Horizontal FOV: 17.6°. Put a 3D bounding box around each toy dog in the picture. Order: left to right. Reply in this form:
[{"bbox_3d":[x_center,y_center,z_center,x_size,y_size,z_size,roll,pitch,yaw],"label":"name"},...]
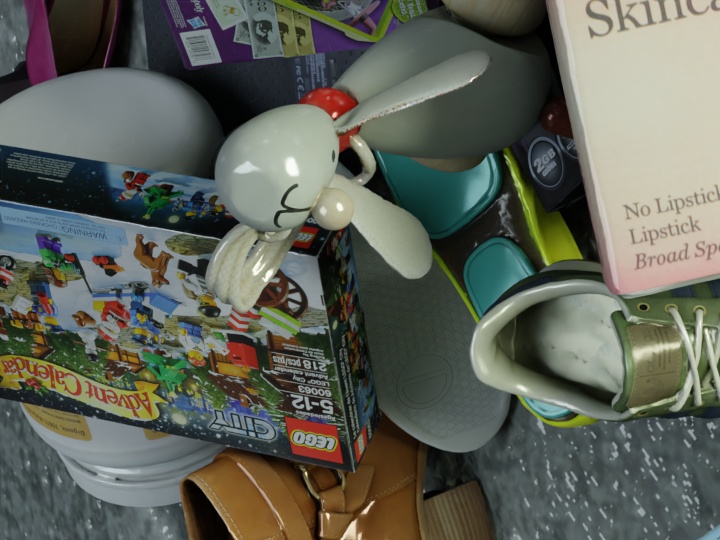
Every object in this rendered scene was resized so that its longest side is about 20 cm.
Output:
[{"bbox_3d":[0.031,-0.053,0.939,0.096,0.200,0.132,32,148,17],"label":"toy dog"}]

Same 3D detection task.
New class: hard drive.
[{"bbox_3d":[-0.041,-0.118,1.189,0.199,0.042,0.136,11,110,50],"label":"hard drive"}]

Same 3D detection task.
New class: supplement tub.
[{"bbox_3d":[-0.123,0.011,1.221,0.144,0.144,0.201,33,147,42],"label":"supplement tub"}]

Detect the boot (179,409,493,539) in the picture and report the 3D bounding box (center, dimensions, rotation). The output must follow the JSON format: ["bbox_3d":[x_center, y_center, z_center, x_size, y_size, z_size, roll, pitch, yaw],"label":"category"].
[{"bbox_3d":[-0.028,0.082,1.145,0.074,0.154,0.201,-40,70,51],"label":"boot"}]

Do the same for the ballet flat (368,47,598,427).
[{"bbox_3d":[0.064,-0.021,1.063,0.067,0.067,0.201,-34,78,32],"label":"ballet flat"}]

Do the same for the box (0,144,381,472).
[{"bbox_3d":[-0.095,0.016,1.073,0.198,0.038,0.137,10,135,20],"label":"box"}]

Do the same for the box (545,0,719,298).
[{"bbox_3d":[0.133,-0.103,0.871,0.109,0.127,0.202,-45,-57,-83],"label":"box"}]

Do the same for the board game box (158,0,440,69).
[{"bbox_3d":[-0.044,-0.169,0.976,0.119,0.032,0.201,-2,139,15],"label":"board game box"}]

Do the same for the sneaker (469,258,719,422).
[{"bbox_3d":[0.134,0.036,0.931,0.199,0.090,0.068,6,104,32],"label":"sneaker"}]

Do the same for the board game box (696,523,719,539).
[{"bbox_3d":[0.189,0.140,0.928,0.200,0.102,0.105,-45,66,49],"label":"board game box"}]

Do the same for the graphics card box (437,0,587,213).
[{"bbox_3d":[0.084,-0.142,1.013,0.125,0.051,0.201,-43,68,49],"label":"graphics card box"}]

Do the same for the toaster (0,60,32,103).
[{"bbox_3d":[-0.228,-0.038,1.402,0.200,0.113,0.130,-32,80,53],"label":"toaster"}]

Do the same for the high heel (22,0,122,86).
[{"bbox_3d":[-0.150,-0.161,1.286,0.200,0.067,0.097,-50,52,53],"label":"high heel"}]

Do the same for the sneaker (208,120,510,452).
[{"bbox_3d":[0.000,0.000,1.122,0.200,0.071,0.099,50,180,-28],"label":"sneaker"}]
